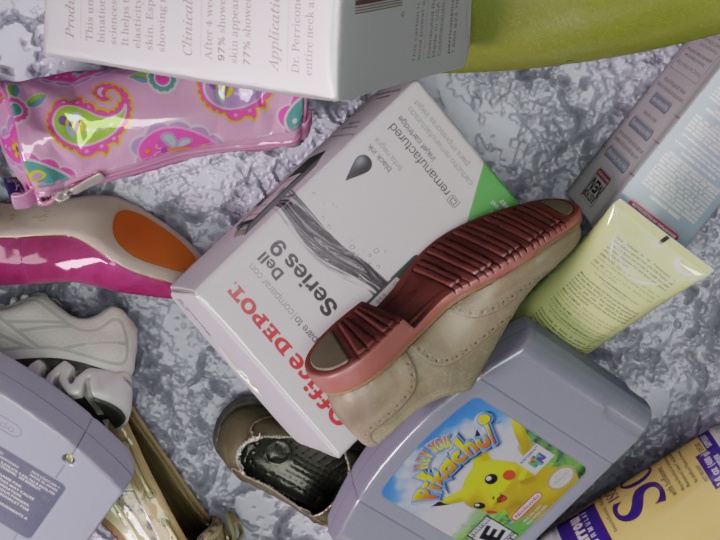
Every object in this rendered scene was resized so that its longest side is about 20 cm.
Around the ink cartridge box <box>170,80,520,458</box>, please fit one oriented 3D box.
[{"bbox_3d":[0.000,0.000,1.212,0.200,0.084,0.146,-44,103,-12],"label":"ink cartridge box"}]

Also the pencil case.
[{"bbox_3d":[-0.132,-0.097,1.197,0.198,0.087,0.088,-14,104,-11],"label":"pencil case"}]

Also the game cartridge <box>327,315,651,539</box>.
[{"bbox_3d":[0.077,0.126,1.227,0.133,0.041,0.200,34,111,-23],"label":"game cartridge"}]

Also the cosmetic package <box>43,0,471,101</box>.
[{"bbox_3d":[-0.054,-0.200,1.074,0.198,0.166,0.169,12,109,26],"label":"cosmetic package"}]

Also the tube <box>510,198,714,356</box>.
[{"bbox_3d":[0.136,0.028,1.218,0.058,0.052,0.200,-2,151,-37],"label":"tube"}]

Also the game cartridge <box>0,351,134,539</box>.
[{"bbox_3d":[-0.249,0.107,1.215,0.199,0.042,0.133,33,125,-8],"label":"game cartridge"}]

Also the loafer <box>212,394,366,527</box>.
[{"bbox_3d":[-0.009,0.152,1.283,0.198,0.070,0.076,21,102,-7],"label":"loafer"}]

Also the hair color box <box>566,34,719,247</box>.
[{"bbox_3d":[0.223,-0.100,1.218,0.060,0.099,0.200,36,99,-12],"label":"hair color box"}]

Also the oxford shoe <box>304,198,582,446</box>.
[{"bbox_3d":[0.060,0.029,1.160,0.199,0.070,0.075,-34,117,-10],"label":"oxford shoe"}]

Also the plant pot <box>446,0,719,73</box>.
[{"bbox_3d":[0.112,-0.201,1.165,0.199,0.187,0.188,-21,104,18],"label":"plant pot"}]

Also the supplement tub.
[{"bbox_3d":[0.204,0.210,1.267,0.199,0.145,0.146,-32,102,5],"label":"supplement tub"}]

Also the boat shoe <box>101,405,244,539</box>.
[{"bbox_3d":[-0.125,0.171,1.282,0.063,0.073,0.200,-40,101,10],"label":"boat shoe"}]

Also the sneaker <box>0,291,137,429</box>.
[{"bbox_3d":[-0.241,0.054,1.258,0.198,0.075,0.082,7,64,8],"label":"sneaker"}]

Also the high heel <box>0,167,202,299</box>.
[{"bbox_3d":[-0.201,-0.002,1.253,0.198,0.068,0.096,17,127,-17],"label":"high heel"}]
